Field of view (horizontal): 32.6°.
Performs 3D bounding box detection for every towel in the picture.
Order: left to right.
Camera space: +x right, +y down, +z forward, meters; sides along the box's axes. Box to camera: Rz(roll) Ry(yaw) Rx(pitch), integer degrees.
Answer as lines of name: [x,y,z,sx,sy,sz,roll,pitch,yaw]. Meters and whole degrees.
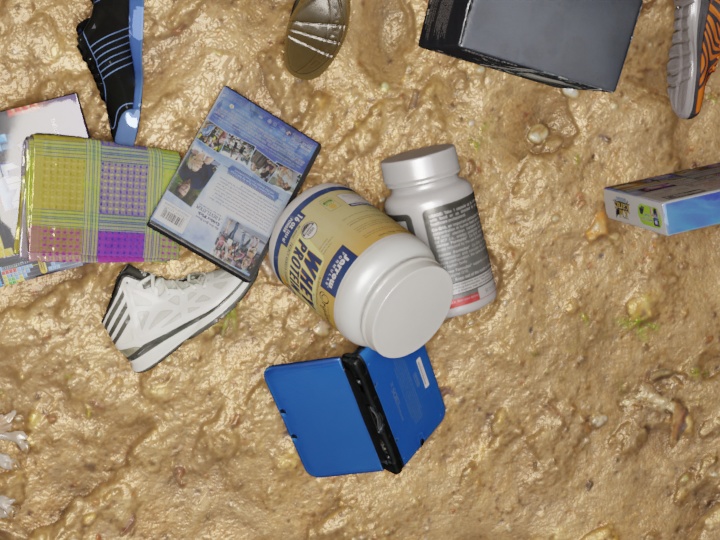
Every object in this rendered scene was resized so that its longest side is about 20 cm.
towel: [-0.302,-0.081,1.433,0.199,0.023,0.144,1,91,-34]

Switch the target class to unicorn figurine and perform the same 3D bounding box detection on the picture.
unicorn figurine: [-0.480,0.260,1.490,0.137,0.074,0.201,10,82,-4]

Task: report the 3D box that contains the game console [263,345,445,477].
game console: [-0.002,0.155,1.559,0.171,0.118,0.200,-45,133,-31]

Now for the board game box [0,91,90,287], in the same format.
board game box: [-0.388,-0.094,1.454,0.165,0.057,0.201,-16,102,-8]

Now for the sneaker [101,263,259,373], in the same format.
sneaker: [-0.227,0.024,1.495,0.200,0.076,0.115,-37,106,-1]

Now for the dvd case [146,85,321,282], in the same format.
dvd case: [-0.150,-0.104,1.489,0.142,0.018,0.200,31,73,-14]

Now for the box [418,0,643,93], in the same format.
box: [0.197,-0.298,1.470,0.199,0.197,0.124,14,96,-13]

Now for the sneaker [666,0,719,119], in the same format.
sneaker: [0.462,-0.293,1.587,0.112,0.078,0.201,3,98,-11]

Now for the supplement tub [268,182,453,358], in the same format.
supplement tub: [0.000,0.000,1.457,0.144,0.200,0.145,-26,135,-29]

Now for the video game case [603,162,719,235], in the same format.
video game case: [0.436,-0.095,1.559,0.199,0.181,0.046,-13,102,-9]

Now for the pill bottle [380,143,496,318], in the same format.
pill bottle: [0.094,-0.049,1.531,0.113,0.114,0.201,-16,102,-9]

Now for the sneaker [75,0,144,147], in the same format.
sneaker: [-0.292,-0.242,1.433,0.078,0.070,0.201,1,79,-13]

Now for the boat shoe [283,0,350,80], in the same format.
boat shoe: [-0.042,-0.329,1.484,0.073,0.065,0.201,18,114,-7]
